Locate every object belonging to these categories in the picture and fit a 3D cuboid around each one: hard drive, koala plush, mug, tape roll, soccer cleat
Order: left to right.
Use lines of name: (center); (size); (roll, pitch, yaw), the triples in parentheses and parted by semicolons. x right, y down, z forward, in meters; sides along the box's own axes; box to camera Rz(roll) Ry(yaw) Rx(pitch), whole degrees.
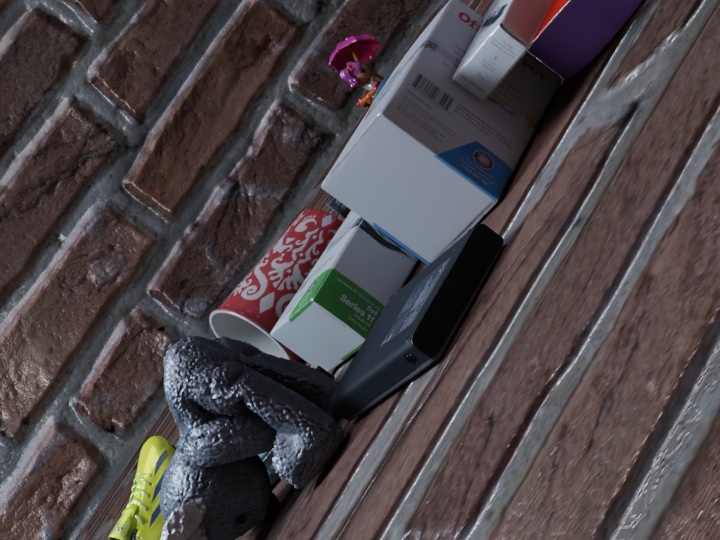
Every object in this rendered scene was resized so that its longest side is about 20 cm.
soccer cleat: (-0.238, 0.276, 1.761); (0.065, 0.083, 0.201); (-41, 46, 51)
koala plush: (-0.133, 0.183, 1.533); (0.177, 0.183, 0.201); (-83, 18, -77)
mug: (-0.098, 0.031, 2.117); (0.200, 0.133, 0.177); (-54, 8, -25)
hard drive: (0.047, 0.050, 1.430); (0.140, 0.033, 0.200); (-59, 8, -29)
tape roll: (0.245, -0.296, 1.616); (0.201, 0.065, 0.200); (-53, 6, 8)

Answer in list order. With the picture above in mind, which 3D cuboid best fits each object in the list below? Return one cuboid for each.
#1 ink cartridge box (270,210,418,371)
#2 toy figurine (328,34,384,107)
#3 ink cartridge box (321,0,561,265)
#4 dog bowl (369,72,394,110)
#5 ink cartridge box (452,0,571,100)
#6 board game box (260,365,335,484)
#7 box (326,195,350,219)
ink cartridge box: (0.000, 0.000, 1.771); (0.201, 0.083, 0.147); (-58, 8, -26)
toy figurine: (0.026, -0.317, 2.697); (0.150, 0.184, 0.200); (-49, 9, 37)
ink cartridge box: (0.085, -0.143, 1.629); (0.146, 0.146, 0.200); (-47, 10, 51)
dog bowl: (0.062, -0.145, 1.817); (0.112, 0.049, 0.200); (-69, -24, -17)
ink cartridge box: (0.179, -0.283, 1.560); (0.174, 0.043, 0.200); (-49, 9, 48)
board game box: (-0.104, 0.207, 1.716); (0.200, 0.028, 0.135); (-51, 7, 25)
box: (0.060, -0.164, 2.137); (0.200, 0.086, 0.164); (-46, 11, 53)
